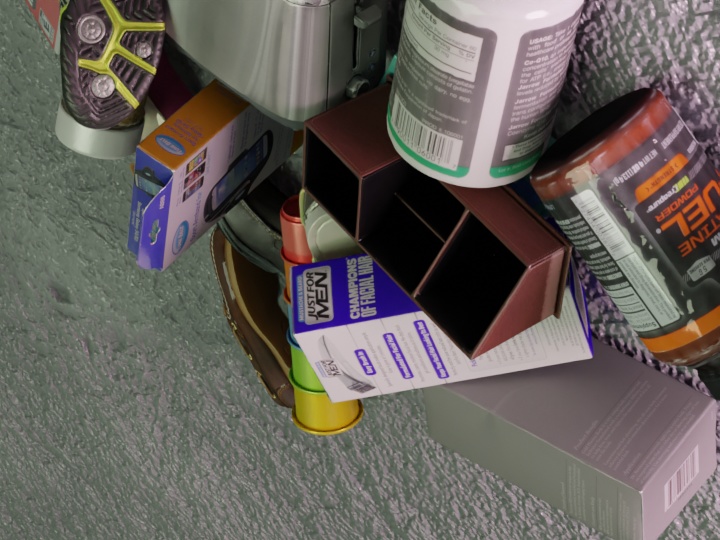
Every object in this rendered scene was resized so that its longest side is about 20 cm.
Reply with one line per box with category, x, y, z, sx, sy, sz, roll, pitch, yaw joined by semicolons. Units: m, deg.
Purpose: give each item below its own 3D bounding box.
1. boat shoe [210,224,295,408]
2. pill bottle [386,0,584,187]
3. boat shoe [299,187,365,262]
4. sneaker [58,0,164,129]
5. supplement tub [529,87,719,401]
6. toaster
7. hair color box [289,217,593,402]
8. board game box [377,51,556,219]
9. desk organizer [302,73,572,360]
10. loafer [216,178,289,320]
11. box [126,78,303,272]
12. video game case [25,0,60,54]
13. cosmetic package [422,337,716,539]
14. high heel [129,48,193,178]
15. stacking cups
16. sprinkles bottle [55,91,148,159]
boat shoe;-0.084;0.041;1.757;0.070;0.070;0.201;2;126;42
pill bottle;0.083;-0.160;1.328;0.113;0.113;0.200;33;139;21
boat shoe;0.003;-0.001;1.551;0.202;0.072;0.060;67;-175;-49
sneaker;-0.182;-0.200;1.484;0.076;0.075;0.201;-178;91;-74
supplement tub;0.206;-0.013;1.353;0.200;0.107;0.107;53;146;-9
toaster;-0.065;-0.204;1.457;0.200;0.113;0.129;38;142;24
hair color box;0.059;0.030;1.481;0.199;0.065;0.109;-11;147;9
board game box;0.061;-0.063;1.517;0.152;0.045;0.200;42;146;8
desk organizer;0.047;-0.037;1.402;0.200;0.077;0.072;46;150;32
loafer;-0.056;-0.032;1.668;0.072;0.073;0.200;-28;112;28
box;-0.109;-0.087;1.541;0.041;0.200;0.119;35;144;17
video game case;-0.266;-0.287;1.616;0.200;0.017;0.143;58;152;24
cosmetic package;0.153;0.110;1.532;0.200;0.107;0.090;27;147;31
high heel;-0.159;-0.153;1.684;0.067;0.096;0.201;-21;89;39
stacking cups;-0.033;0.031;1.629;0.060;0.060;0.201;20;128;35
sprinkles bottle;-0.183;-0.186;1.583;0.068;0.068;0.201;30;121;24
